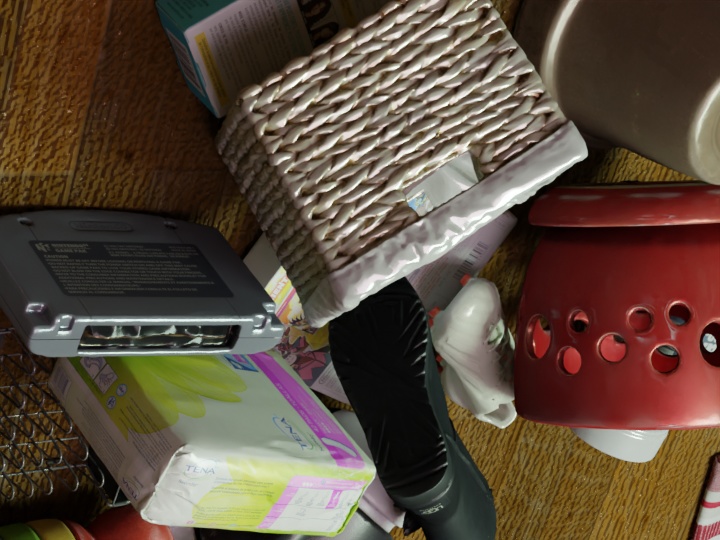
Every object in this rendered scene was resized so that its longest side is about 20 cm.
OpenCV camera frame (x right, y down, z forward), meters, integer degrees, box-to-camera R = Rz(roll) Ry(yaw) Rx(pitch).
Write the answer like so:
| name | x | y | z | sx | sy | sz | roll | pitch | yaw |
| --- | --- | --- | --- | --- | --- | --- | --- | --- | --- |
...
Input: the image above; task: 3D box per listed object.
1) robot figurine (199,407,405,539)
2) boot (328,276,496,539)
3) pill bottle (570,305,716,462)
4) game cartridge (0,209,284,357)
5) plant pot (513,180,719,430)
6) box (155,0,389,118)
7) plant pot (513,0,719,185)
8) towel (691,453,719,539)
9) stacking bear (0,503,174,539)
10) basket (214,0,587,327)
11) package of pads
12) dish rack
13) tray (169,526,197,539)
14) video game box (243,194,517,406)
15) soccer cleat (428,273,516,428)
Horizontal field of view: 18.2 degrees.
| name | x | y | z | sx | sy | sz | roll | pitch | yaw |
| --- | --- | --- | --- | --- | --- | --- | --- | --- | --- |
| robot figurine | -0.048 | 0.201 | 1.776 | 0.200 | 0.150 | 0.125 | -47 | 125 | -2 |
| boot | 0.041 | 0.118 | 1.699 | 0.076 | 0.201 | 0.168 | -19 | 150 | 5 |
| pill bottle | 0.251 | 0.054 | 1.890 | 0.119 | 0.120 | 0.200 | 7 | 118 | -39 |
| game cartridge | -0.164 | 0.007 | 1.544 | 0.199 | 0.133 | 0.042 | 1 | 120 | -37 |
| plant pot | 0.214 | 0.023 | 1.725 | 0.200 | 0.200 | 0.183 | -5 | 94 | -33 |
| box | -0.036 | -0.194 | 1.546 | 0.200 | 0.049 | 0.082 | -32 | 135 | -12 |
| plant pot | 0.241 | -0.155 | 1.687 | 0.200 | 0.175 | 0.201 | -18 | 130 | -23 |
| towel | 0.383 | 0.250 | 2.202 | 0.144 | 0.023 | 0.201 | -11 | 127 | -29 |
| stacking bear | -0.230 | 0.236 | 1.675 | 0.199 | 0.121 | 0.114 | -20 | 135 | -24 |
| basket | 0.019 | -0.081 | 1.529 | 0.198 | 0.161 | 0.200 | -32 | 180 | -10 |
| package of pads | -0.101 | 0.114 | 1.566 | 0.200 | 0.155 | 0.068 | 11 | 118 | -45 |
| dish rack | -0.228 | 0.103 | 1.618 | 0.200 | 0.055 | 0.154 | -4 | 123 | -42 |
| tray | -0.216 | 0.268 | 1.782 | 0.200 | 0.022 | 0.108 | -27 | 134 | -17 |
| video game box | 0.000 | 0.000 | 1.721 | 0.182 | 0.047 | 0.200 | 27 | 103 | -48 |
| soccer cleat | 0.098 | 0.064 | 1.770 | 0.069 | 0.078 | 0.200 | -45 | 162 | -14 |
